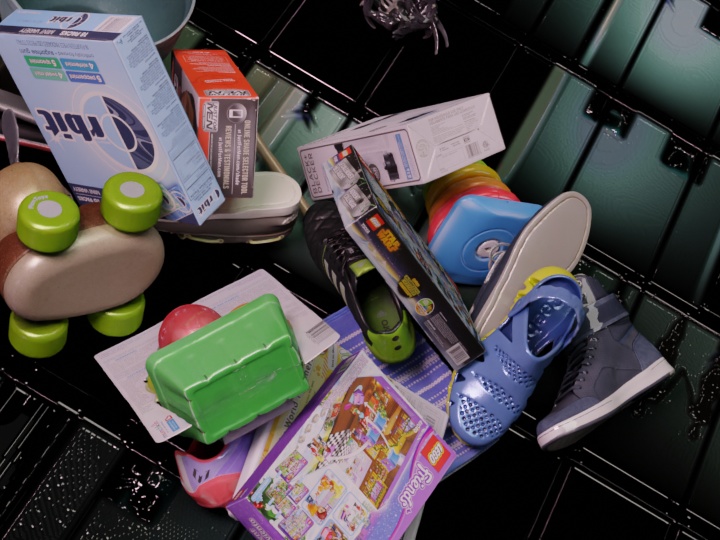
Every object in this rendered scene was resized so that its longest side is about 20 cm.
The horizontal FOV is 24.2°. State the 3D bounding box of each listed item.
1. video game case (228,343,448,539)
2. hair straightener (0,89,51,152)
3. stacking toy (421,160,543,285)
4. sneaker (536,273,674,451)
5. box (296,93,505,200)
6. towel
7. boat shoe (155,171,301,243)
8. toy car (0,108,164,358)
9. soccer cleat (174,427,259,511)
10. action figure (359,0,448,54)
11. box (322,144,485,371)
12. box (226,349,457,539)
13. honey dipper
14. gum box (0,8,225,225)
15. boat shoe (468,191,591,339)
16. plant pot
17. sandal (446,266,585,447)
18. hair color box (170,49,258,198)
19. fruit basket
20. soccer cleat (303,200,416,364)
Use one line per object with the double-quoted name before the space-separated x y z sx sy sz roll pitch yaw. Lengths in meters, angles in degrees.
"video game case" -0.015 0.176 1.540 0.182 0.023 0.201 33 55 -21
"hair straightener" -0.278 -0.146 1.663 0.199 0.077 0.041 17 31 1
"stacking toy" 0.104 -0.091 1.789 0.115 0.110 0.201 7 42 -29
"sneaker" 0.213 0.089 1.698 0.202 0.077 0.147 -27 79 -44
"box" 0.038 -0.124 1.713 0.116 0.200 0.060 -24 100 -32
"towel" 0.032 0.118 1.648 0.144 0.024 0.200 -29 70 -34
"boat shoe" -0.160 -0.058 1.668 0.200 0.060 0.072 0 47 -10
"toy car" -0.289 -0.052 1.566 0.157 0.165 0.200 -15 50 -30
"soccer cleat" -0.100 0.132 1.542 0.066 0.077 0.200 4 43 37
"action figure" 0.030 -0.336 1.927 0.200 0.102 0.119 36 39 8
"box" 0.041 -0.013 1.619 0.200 0.040 0.137 52 9 -30
"box" -0.013 0.187 1.496 0.137 0.039 0.200 48 51 -9
"honey dipper" -0.098 -0.118 1.760 0.038 0.038 0.201 -22 70 -33
"gum box" -0.229 -0.140 1.531 0.169 0.201 0.045 9 44 39
"boat shoe" 0.164 0.007 1.701 0.075 0.062 0.201 29 86 -21
"plant pot" -0.279 -0.258 1.722 0.199 0.134 0.201 10 53 -14
"sandal" 0.152 0.081 1.621 0.079 0.087 0.201 33 84 -8
"hair color box" -0.148 -0.148 1.653 0.061 0.102 0.200 -1 19 -15
"fruit basket" -0.131 0.076 1.515 0.185 0.200 0.094 -28 113 -15
"soccer cleat" 0.000 0.000 1.648 0.067 0.081 0.201 -25 61 -8
